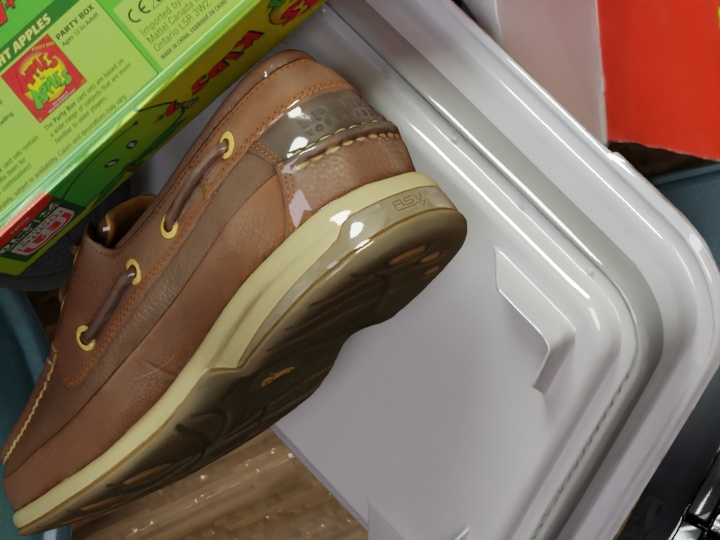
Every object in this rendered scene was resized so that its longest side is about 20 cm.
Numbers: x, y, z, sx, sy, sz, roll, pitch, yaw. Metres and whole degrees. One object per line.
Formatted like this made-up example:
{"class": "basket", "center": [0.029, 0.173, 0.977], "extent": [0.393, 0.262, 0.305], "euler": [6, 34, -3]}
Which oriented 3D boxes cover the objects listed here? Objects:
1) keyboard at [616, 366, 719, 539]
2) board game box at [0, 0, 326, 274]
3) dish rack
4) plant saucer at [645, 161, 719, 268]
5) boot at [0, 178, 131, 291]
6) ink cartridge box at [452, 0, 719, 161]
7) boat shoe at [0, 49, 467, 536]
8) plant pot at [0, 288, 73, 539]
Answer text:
{"class": "keyboard", "center": [0.130, 0.094, 0.745], "extent": [0.127, 0.021, 0.200], "euler": [25, 77, 21]}
{"class": "board game box", "center": [-0.051, -0.103, 0.689], "extent": [0.200, 0.048, 0.102], "euler": [-41, 81, 5]}
{"class": "dish rack", "center": [0.000, 0.000, 0.769], "extent": [0.200, 0.043, 0.172], "euler": [46, 140, 20]}
{"class": "plant saucer", "center": [0.071, 0.009, 0.824], "extent": [0.199, 0.019, 0.070], "euler": [-13, 101, 19]}
{"class": "boot", "center": [-0.163, -0.084, 0.808], "extent": [0.203, 0.154, 0.074], "euler": [33, 102, -25]}
{"class": "ink cartridge box", "center": [0.044, -0.125, 0.730], "extent": [0.173, 0.043, 0.201], "euler": [14, 115, 55]}
{"class": "boat shoe", "center": [-0.046, 0.010, 0.742], "extent": [0.200, 0.072, 0.068], "euler": [-43, 72, 46]}
{"class": "plant pot", "center": [-0.221, 0.061, 0.790], "extent": [0.200, 0.196, 0.201], "euler": [-4, 82, 29]}
